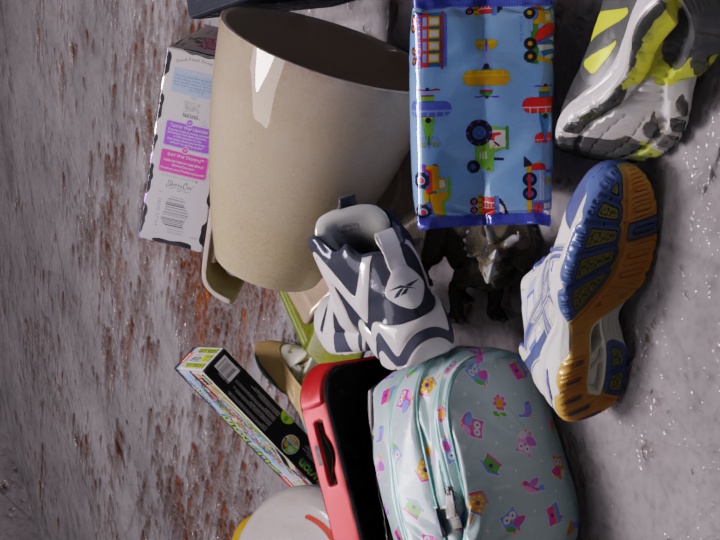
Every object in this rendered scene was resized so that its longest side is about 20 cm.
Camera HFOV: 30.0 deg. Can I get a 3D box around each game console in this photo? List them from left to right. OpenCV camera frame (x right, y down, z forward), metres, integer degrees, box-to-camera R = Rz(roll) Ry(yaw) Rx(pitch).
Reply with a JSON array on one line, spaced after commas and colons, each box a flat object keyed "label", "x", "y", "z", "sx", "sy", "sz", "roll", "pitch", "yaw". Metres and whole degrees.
[{"label": "game console", "x": 0.037, "y": 0.166, "z": 1.099, "sx": 0.031, "sy": 0.176, "sz": 0.201, "roll": -22, "pitch": 78, "yaw": 40}]

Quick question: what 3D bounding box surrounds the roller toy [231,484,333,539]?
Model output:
[{"label": "roller toy", "x": -0.019, "y": 0.273, "z": 1.155, "sx": 0.182, "sy": 0.139, "sz": 0.201, "roll": -43, "pitch": 57, "yaw": 29}]

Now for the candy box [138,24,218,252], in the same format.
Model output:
[{"label": "candy box", "x": -0.163, "y": -0.142, "z": 1.396, "sx": 0.168, "sy": 0.071, "sz": 0.201, "roll": -69, "pitch": -9, "yaw": -71}]

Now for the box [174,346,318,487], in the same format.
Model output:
[{"label": "box", "x": -0.105, "y": 0.163, "z": 1.431, "sx": 0.200, "sy": 0.035, "sz": 0.110, "roll": 48, "pitch": 161, "yaw": -14}]

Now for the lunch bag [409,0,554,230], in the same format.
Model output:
[{"label": "lunch bag", "x": 0.081, "y": -0.121, "z": 0.954, "sx": 0.200, "sy": 0.094, "sz": 0.151, "roll": -82, "pitch": -9, "yaw": -78}]

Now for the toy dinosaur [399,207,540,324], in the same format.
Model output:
[{"label": "toy dinosaur", "x": 0.084, "y": -0.020, "z": 1.067, "sx": 0.200, "sy": 0.077, "sz": 0.103, "roll": -133, "pitch": 52, "yaw": -58}]

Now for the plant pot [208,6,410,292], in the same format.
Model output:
[{"label": "plant pot", "x": -0.052, "y": -0.091, "z": 1.114, "sx": 0.187, "sy": 0.187, "sz": 0.201, "roll": 46, "pitch": 124, "yaw": 50}]

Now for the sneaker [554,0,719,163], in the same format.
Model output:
[{"label": "sneaker", "x": 0.176, "y": -0.138, "z": 0.826, "sx": 0.200, "sy": 0.074, "sz": 0.085, "roll": 119, "pitch": 160, "yaw": -61}]

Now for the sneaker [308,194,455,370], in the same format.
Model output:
[{"label": "sneaker", "x": 0.000, "y": 0.000, "z": 1.071, "sx": 0.199, "sy": 0.079, "sz": 0.130, "roll": -156, "pitch": 47, "yaw": -73}]

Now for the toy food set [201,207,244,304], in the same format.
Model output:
[{"label": "toy food set", "x": -0.110, "y": -0.082, "z": 1.380, "sx": 0.144, "sy": 0.060, "sz": 0.201, "roll": -72, "pitch": -6, "yaw": -63}]

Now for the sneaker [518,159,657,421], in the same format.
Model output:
[{"label": "sneaker", "x": 0.143, "y": 0.006, "z": 0.924, "sx": 0.088, "sy": 0.075, "sz": 0.201, "roll": 50, "pitch": 141, "yaw": 48}]

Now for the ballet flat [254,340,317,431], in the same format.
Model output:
[{"label": "ballet flat", "x": -0.048, "y": 0.121, "z": 1.410, "sx": 0.063, "sy": 0.068, "sz": 0.200, "roll": -57, "pitch": 45, "yaw": 18}]

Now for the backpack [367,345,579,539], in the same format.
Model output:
[{"label": "backpack", "x": 0.087, "y": 0.160, "z": 1.033, "sx": 0.126, "sy": 0.166, "sz": 0.201, "roll": -23, "pitch": 75, "yaw": 42}]

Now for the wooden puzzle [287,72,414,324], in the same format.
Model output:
[{"label": "wooden puzzle", "x": -0.022, "y": -0.080, "z": 1.220, "sx": 0.200, "sy": 0.046, "sz": 0.186, "roll": -47, "pitch": 56, "yaw": 26}]

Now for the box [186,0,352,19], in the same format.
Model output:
[{"label": "box", "x": -0.055, "y": -0.284, "z": 1.149, "sx": 0.200, "sy": 0.148, "sz": 0.108, "roll": 8, "pitch": 106, "yaw": 64}]

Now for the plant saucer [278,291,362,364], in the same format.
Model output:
[{"label": "plant saucer", "x": -0.045, "y": -0.017, "z": 1.347, "sx": 0.201, "sy": 0.048, "sz": 0.200, "roll": 64, "pitch": 151, "yaw": 31}]
